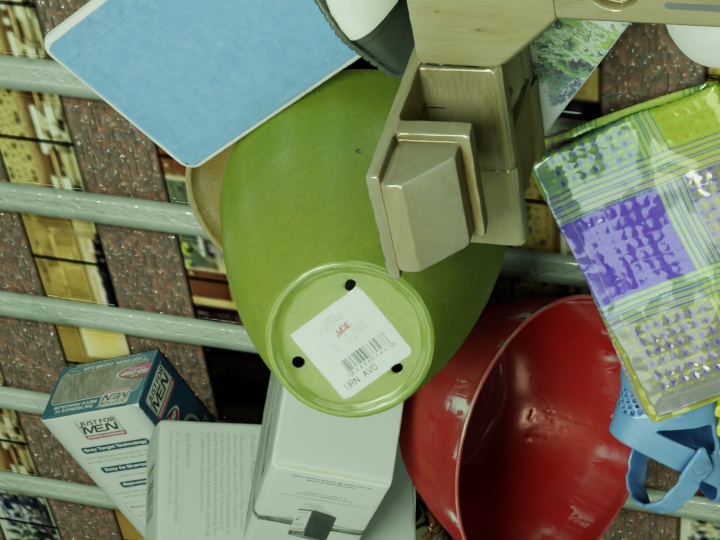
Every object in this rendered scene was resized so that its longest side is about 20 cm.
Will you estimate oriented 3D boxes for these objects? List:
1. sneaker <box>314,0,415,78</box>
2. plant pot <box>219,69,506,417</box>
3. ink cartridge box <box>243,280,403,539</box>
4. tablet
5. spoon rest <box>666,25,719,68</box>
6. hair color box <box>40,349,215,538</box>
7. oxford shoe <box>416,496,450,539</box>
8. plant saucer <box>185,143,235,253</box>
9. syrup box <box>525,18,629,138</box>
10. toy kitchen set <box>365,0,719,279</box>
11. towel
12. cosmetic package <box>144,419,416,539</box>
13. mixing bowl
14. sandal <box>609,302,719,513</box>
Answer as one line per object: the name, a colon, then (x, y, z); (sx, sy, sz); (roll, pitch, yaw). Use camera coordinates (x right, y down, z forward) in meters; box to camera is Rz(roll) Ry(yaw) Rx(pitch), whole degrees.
sneaker: (0.009, -0.189, 0.989); (0.088, 0.074, 0.201); (-14, 126, 26)
plant pot: (0.000, 0.000, 1.108); (0.185, 0.200, 0.189); (1, 112, 2)
ink cartridge box: (-0.023, 0.105, 1.320); (0.083, 0.145, 0.200); (11, 156, -5)
tablet: (-0.075, -0.143, 1.101); (0.199, 0.014, 0.130); (-30, 125, 31)
spoon rest: (0.233, -0.185, 0.978); (0.060, 0.100, 0.200); (15, 135, -39)
hair color box: (-0.159, 0.156, 1.537); (0.099, 0.061, 0.200); (-11, 132, 28)
oxford shoe: (0.045, 0.229, 1.535); (0.199, 0.071, 0.075); (33, 133, -17)
plant saucer: (-0.017, -0.051, 1.264); (0.199, 0.036, 0.201); (11, 139, 9)
syrup box: (0.107, -0.156, 1.060); (0.078, 0.082, 0.200); (27, 140, -7)
toy kitchen set: (0.110, -0.079, 0.955); (0.179, 0.164, 0.201); (5, 137, 18)
towel: (0.201, -0.008, 1.177); (0.143, 0.023, 0.201); (-18, 105, 30)
cosmetic package: (-0.061, 0.174, 1.435); (0.198, 0.102, 0.074); (5, 156, -13)
mixing bowl: (0.099, 0.102, 1.299); (0.108, 0.200, 0.201); (19, 150, 45)
sandal: (0.205, 0.091, 1.273); (0.087, 0.080, 0.201); (-28, 117, -7)
